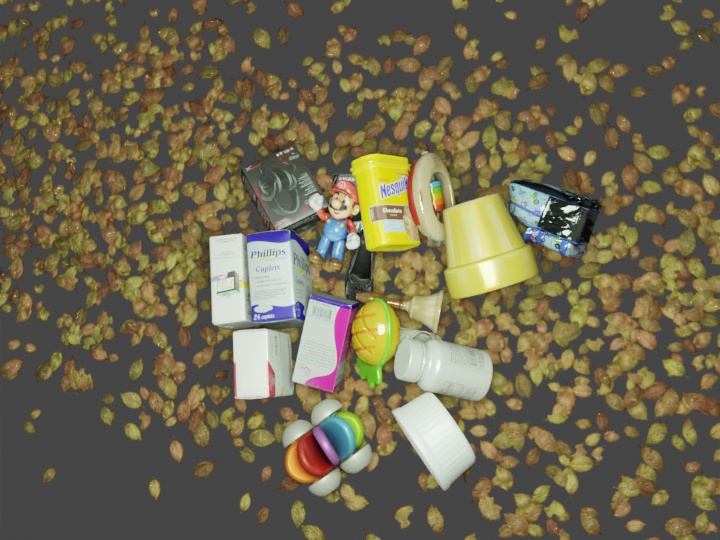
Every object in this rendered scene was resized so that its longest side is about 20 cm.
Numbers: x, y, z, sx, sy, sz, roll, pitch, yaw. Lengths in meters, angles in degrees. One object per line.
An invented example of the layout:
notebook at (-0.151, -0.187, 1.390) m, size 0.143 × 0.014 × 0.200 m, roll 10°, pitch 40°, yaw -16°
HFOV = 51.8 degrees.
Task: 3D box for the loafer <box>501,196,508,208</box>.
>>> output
loafer at (0.315, -0.078, 1.713) m, size 0.074 × 0.068 × 0.204 m, roll -6°, pitch 80°, yaw 7°

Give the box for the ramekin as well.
ramekin at (0.162, 0.363, 1.605) m, size 0.097 × 0.201 × 0.202 m, roll -33°, pitch 78°, yaw -6°

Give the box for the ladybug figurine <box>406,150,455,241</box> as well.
ladybug figurine at (0.154, -0.164, 1.659) m, size 0.071 × 0.135 × 0.204 m, roll -5°, pitch 93°, yaw 41°

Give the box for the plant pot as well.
plant pot at (0.264, -0.058, 1.595) m, size 0.198 × 0.201 × 0.192 m, roll -16°, pitch 91°, yaw 5°

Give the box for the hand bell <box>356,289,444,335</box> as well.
hand bell at (0.087, 0.079, 1.698) m, size 0.197 × 0.104 × 0.106 m, roll 10°, pitch 83°, yaw 7°

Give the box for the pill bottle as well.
pill bottle at (0.180, 0.213, 1.627) m, size 0.197 × 0.114 × 0.116 m, roll 14°, pitch 82°, yaw -18°

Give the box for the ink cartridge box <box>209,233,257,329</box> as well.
ink cartridge box at (-0.292, 0.030, 1.741) m, size 0.082 × 0.145 × 0.204 m, roll -5°, pitch 80°, yaw 7°

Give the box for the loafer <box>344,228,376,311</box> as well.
loafer at (0.000, 0.000, 1.723) m, size 0.071 × 0.063 × 0.203 m, roll 11°, pitch 100°, yaw 5°

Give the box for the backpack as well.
backpack at (0.416, -0.125, 1.656) m, size 0.198 × 0.182 × 0.137 m, roll 24°, pitch 102°, yaw 24°

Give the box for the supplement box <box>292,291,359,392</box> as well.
supplement box at (-0.079, 0.161, 1.695) m, size 0.100 × 0.103 × 0.203 m, roll 14°, pitch 94°, yaw 9°

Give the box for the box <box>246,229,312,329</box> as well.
box at (-0.180, 0.025, 1.707) m, size 0.103 × 0.184 × 0.204 m, roll -7°, pitch 80°, yaw 9°

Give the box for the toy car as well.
toy car at (-0.082, 0.395, 1.653) m, size 0.199 × 0.150 × 0.176 m, roll -35°, pitch 78°, yaw 1°

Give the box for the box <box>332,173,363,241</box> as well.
box at (0.031, -0.151, 1.775) m, size 0.196 × 0.049 × 0.163 m, roll 0°, pitch 83°, yaw 8°

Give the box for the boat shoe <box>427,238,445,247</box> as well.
boat shoe at (0.165, -0.154, 1.744) m, size 0.071 × 0.072 × 0.203 m, roll -12°, pitch 80°, yaw 7°

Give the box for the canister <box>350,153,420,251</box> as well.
canister at (0.060, -0.150, 1.677) m, size 0.086 × 0.147 × 0.204 m, roll -16°, pitch 79°, yaw 45°

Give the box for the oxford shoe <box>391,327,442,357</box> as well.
oxford shoe at (0.091, 0.166, 1.713) m, size 0.196 × 0.058 × 0.077 m, roll 3°, pitch 86°, yaw 11°

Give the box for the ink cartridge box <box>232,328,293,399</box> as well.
ink cartridge box at (-0.218, 0.213, 1.674) m, size 0.084 × 0.200 × 0.150 m, roll -5°, pitch 80°, yaw 7°

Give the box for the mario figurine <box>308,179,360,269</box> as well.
mario figurine at (-0.062, -0.110, 1.699) m, size 0.122 × 0.106 × 0.203 m, roll 13°, pitch 94°, yaw -21°

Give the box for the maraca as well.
maraca at (0.030, 0.161, 1.657) m, size 0.105 × 0.137 × 0.203 m, roll 2°, pitch 108°, yaw -24°

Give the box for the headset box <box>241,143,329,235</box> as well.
headset box at (-0.176, -0.177, 1.773) m, size 0.147 × 0.077 × 0.202 m, roll -26°, pitch 77°, yaw -16°
